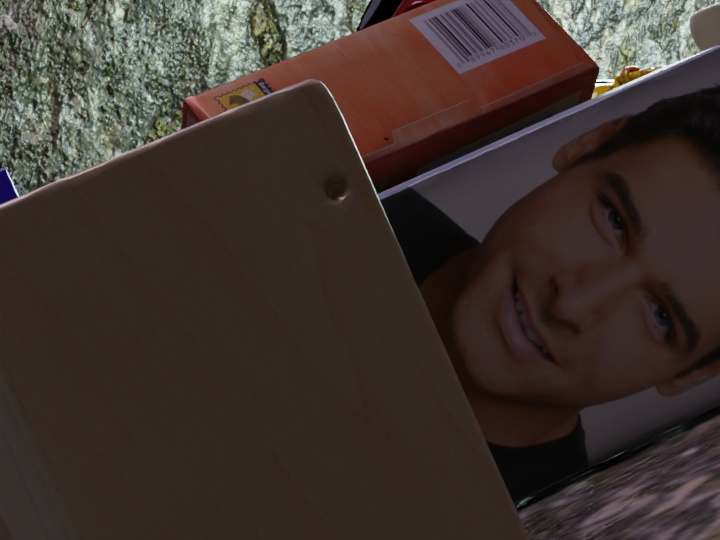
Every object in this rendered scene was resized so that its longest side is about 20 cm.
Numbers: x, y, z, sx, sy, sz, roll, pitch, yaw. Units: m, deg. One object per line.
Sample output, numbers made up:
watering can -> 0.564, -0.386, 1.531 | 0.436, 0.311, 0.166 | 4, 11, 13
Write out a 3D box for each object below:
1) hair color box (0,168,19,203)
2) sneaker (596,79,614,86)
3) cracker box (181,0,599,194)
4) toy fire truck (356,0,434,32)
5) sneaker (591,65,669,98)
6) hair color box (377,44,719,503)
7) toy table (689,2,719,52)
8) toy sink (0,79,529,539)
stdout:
hair color box -> -0.191, 0.029, 0.912 | 0.065, 0.109, 0.200 | -27, 7, -27
sneaker -> 0.139, -0.062, 0.908 | 0.086, 0.080, 0.200 | -25, 4, 14
cracker box -> 0.000, 0.000, 0.754 | 0.134, 0.058, 0.200 | -24, -32, -26
toy fire truck -> -0.003, -0.030, 0.918 | 0.176, 0.129, 0.200 | -55, 11, 30
sneaker -> 0.120, -0.041, 0.713 | 0.077, 0.073, 0.200 | 22, -23, -22
hair color box -> 0.041, 0.015, 0.633 | 0.200, 0.099, 0.061 | -24, 2, -10
toy table -> 0.263, -0.105, 1.014 | 0.200, 0.117, 0.184 | -23, 2, 6
toy sink -> -0.055, 0.046, 0.519 | 0.112, 0.131, 0.200 | -24, 1, -22
